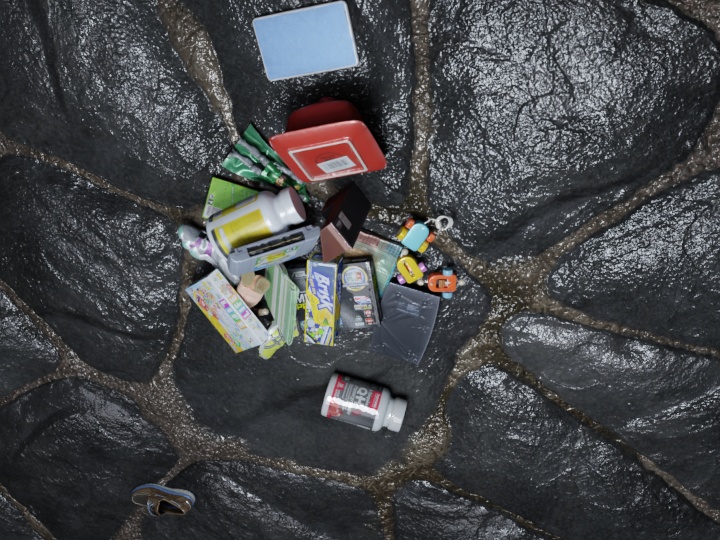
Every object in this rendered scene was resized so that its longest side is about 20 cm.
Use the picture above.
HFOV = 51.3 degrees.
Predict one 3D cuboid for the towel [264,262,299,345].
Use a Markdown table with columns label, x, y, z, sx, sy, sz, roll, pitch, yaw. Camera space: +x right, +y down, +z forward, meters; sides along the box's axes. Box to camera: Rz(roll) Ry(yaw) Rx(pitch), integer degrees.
| label | x | y | z | sx | sy | sz | roll | pitch | yaw |
| --- | --- | --- | --- | --- | --- | --- | --- | --- | --- |
| towel | -0.184 | 0.051 | 1.713 | 0.023 | 0.200 | 0.153 | -5 | 123 | -23 |

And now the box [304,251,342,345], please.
| label | x | y | z | sx | sy | sz | roll | pitch | yaw |
| --- | --- | --- | --- | --- | --- | --- | --- | --- | --- |
| box | -0.082 | 0.063 | 1.671 | 0.070 | 0.064 | 0.200 | 7 | 112 | 10 |

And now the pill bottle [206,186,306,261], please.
| label | x | y | z | sx | sy | sz | roll | pitch | yaw |
| --- | --- | --- | --- | --- | --- | --- | --- | --- | --- |
| pill bottle | -0.224 | -0.105 | 1.622 | 0.200 | 0.112 | 0.112 | -23 | 112 | 12 |

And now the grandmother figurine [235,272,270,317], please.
| label | x | y | z | sx | sy | sz | roll | pitch | yaw |
| --- | --- | --- | --- | --- | --- | --- | --- | --- | --- |
| grandmother figurine | -0.272 | 0.071 | 1.779 | 0.121 | 0.061 | 0.200 | 40 | 144 | -3 |

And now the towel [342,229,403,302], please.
| label | x | y | z | sx | sy | sz | roll | pitch | yaw |
| --- | --- | --- | --- | --- | --- | --- | --- | --- | --- |
| towel | 0.000 | 0.000 | 1.729 | 0.146 | 0.022 | 0.200 | 20 | 122 | -2 |

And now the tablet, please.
| label | x | y | z | sx | sy | sz | roll | pitch | yaw |
| --- | --- | --- | --- | --- | --- | --- | --- | --- | --- |
| tablet | -0.110 | -0.459 | 1.506 | 0.200 | 0.014 | 0.130 | -5 | 117 | 16 |

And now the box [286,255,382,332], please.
| label | x | y | z | sx | sy | sz | roll | pitch | yaw |
| --- | --- | --- | --- | --- | --- | --- | --- | --- | --- |
| box | -0.059 | 0.056 | 1.723 | 0.200 | 0.044 | 0.161 | -5 | 110 | 13 |

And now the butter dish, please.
| label | x | y | z | sx | sy | sz | roll | pitch | yaw |
| --- | --- | --- | --- | --- | --- | --- | --- | --- | --- |
| butter dish | -0.064 | -0.284 | 1.525 | 0.200 | 0.148 | 0.199 | -9 | 156 | 15 |

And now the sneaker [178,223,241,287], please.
| label | x | y | z | sx | sy | sz | roll | pitch | yaw |
| --- | --- | --- | --- | --- | --- | --- | --- | --- | --- |
| sneaker | -0.313 | -0.067 | 1.740 | 0.140 | 0.078 | 0.200 | -37 | 115 | 26 |

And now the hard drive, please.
| label | x | y | z | sx | sy | sz | roll | pitch | yaw |
| --- | --- | --- | --- | --- | --- | --- | --- | --- | --- |
| hard drive | 0.104 | 0.119 | 1.762 | 0.135 | 0.042 | 0.200 | 16 | 120 | 4 |

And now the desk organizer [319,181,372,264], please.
| label | x | y | z | sx | sy | sz | roll | pitch | yaw |
| --- | --- | --- | --- | --- | --- | --- | --- | --- | --- |
| desk organizer | -0.045 | -0.102 | 1.582 | 0.077 | 0.200 | 0.072 | -30 | 110 | 27 |

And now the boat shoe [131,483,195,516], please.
| label | x | y | z | sx | sy | sz | roll | pitch | yaw |
| --- | --- | --- | --- | --- | --- | --- | --- | --- | --- |
| boat shoe | -0.595 | 0.683 | 2.216 | 0.200 | 0.072 | 0.072 | -1 | 118 | 13 |

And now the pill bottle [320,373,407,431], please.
| label | x | y | z | sx | sy | sz | roll | pitch | yaw |
| --- | --- | --- | --- | --- | --- | --- | --- | --- | --- |
| pill bottle | 0.010 | 0.335 | 1.864 | 0.200 | 0.111 | 0.111 | 16 | 121 | 4 |

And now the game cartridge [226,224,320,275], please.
| label | x | y | z | sx | sy | sz | roll | pitch | yaw |
| --- | --- | --- | --- | --- | --- | --- | --- | --- | --- |
| game cartridge | -0.187 | -0.041 | 1.613 | 0.200 | 0.133 | 0.041 | -18 | 84 | -15 |

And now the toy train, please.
| label | x | y | z | sx | sy | sz | roll | pitch | yaw |
| --- | --- | --- | --- | --- | --- | --- | --- | --- | --- |
| toy train | 0.152 | -0.035 | 1.664 | 0.150 | 0.056 | 0.200 | -5 | 115 | 3 |

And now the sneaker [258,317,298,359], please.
| label | x | y | z | sx | sy | sz | roll | pitch | yaw |
| --- | --- | --- | --- | --- | --- | --- | --- | --- | --- |
| sneaker | -0.189 | 0.149 | 1.827 | 0.076 | 0.075 | 0.200 | 28 | 122 | -4 |

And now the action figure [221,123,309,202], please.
| label | x | y | z | sx | sy | sz | roll | pitch | yaw |
| --- | --- | --- | --- | --- | --- | --- | --- | --- | --- |
| action figure | -0.193 | -0.213 | 1.641 | 0.200 | 0.055 | 0.118 | 35 | 117 | -12 |

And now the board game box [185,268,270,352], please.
| label | x | y | z | sx | sy | sz | roll | pitch | yaw |
| --- | --- | --- | --- | --- | --- | --- | --- | --- | --- |
| board game box | -0.314 | 0.098 | 1.765 | 0.200 | 0.034 | 0.134 | 53 | 143 | -10 |

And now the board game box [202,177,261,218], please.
| label | x | y | z | sx | sy | sz | roll | pitch | yaw |
| --- | --- | --- | --- | --- | --- | --- | --- | --- | --- |
| board game box | -0.250 | -0.137 | 1.692 | 0.200 | 0.030 | 0.096 | 18 | 99 | 5 |
